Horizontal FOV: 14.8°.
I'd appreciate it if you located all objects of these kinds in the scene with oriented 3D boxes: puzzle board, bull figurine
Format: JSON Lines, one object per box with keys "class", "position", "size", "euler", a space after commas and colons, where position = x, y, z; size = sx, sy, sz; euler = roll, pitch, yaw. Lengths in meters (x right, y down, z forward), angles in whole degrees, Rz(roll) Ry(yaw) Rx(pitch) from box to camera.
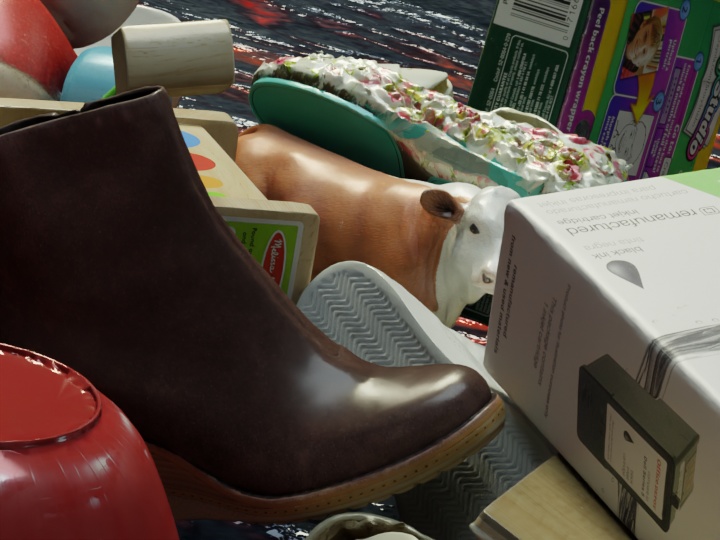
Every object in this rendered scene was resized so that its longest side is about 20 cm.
{"class": "puzzle board", "position": [0.132, 0.139, 0.968], "size": [0.200, 0.017, 0.151], "euler": [38, 11, 9]}
{"class": "bull figurine", "position": [0.000, 0.000, 1.271], "size": [0.200, 0.122, 0.065], "euler": [25, 7, 43]}

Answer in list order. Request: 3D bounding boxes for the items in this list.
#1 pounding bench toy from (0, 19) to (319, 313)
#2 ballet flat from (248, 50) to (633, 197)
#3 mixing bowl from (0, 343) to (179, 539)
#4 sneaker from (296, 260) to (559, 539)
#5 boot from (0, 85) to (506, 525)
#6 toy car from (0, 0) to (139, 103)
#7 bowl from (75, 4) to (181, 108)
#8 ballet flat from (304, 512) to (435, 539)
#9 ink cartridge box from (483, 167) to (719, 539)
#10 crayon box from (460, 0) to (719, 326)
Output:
{"class": "pounding bench toy", "position": [-0.101, -0.030, 1.198], "size": [0.124, 0.201, 0.156], "euler": [3, 20, -20]}
{"class": "ballet flat", "position": [0.041, -0.058, 1.304], "size": [0.200, 0.076, 0.064], "euler": [28, 55, 26]}
{"class": "mixing bowl", "position": [-0.144, 0.090, 0.961], "size": [0.199, 0.109, 0.200], "euler": [8, 19, -3]}
{"class": "sneaker", "position": [0.059, 0.086, 1.133], "size": [0.115, 0.074, 0.200], "euler": [32, 21, -52]}
{"class": "boot", "position": [-0.055, 0.011, 1.062], "size": [0.199, 0.167, 0.072], "euler": [-10, 15, 20]}
{"class": "toy car", "position": [-0.153, -0.126, 1.387], "size": [0.184, 0.201, 0.177], "euler": [9, -24, 20]}
{"class": "bowl", "position": [-0.199, -0.109, 1.589], "size": [0.199, 0.075, 0.200], "euler": [7, 18, -6]}
{"class": "ballet flat", "position": [0.046, 0.133, 0.980], "size": [0.069, 0.070, 0.200], "euler": [-4, 16, -37]}
{"class": "ink cartridge box", "position": [0.157, 0.045, 1.028], "size": [0.145, 0.084, 0.200], "euler": [-9, 34, -26]}
{"class": "crayon box", "position": [0.117, -0.071, 1.391], "size": [0.058, 0.201, 0.172], "euler": [21, 9, 31]}
